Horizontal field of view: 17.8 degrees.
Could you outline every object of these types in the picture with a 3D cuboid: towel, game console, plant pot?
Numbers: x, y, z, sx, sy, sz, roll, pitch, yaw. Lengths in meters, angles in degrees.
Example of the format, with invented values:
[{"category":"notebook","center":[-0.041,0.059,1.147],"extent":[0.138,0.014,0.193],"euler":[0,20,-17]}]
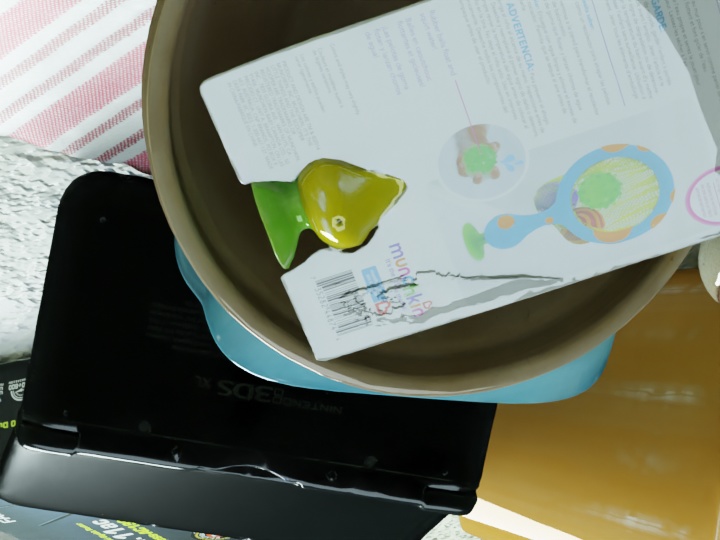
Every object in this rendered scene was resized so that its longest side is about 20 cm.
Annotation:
[{"category":"towel","center":[-0.114,-0.090,0.850],"extent":[0.200,0.030,0.146],"euler":[15,152,-37]},{"category":"game console","center":[-0.050,0.049,1.014],"extent":[0.200,0.176,0.116],"euler":[9,-170,-12]},{"category":"plant pot","center":[0.147,0.078,1.117],"extent":[0.183,0.201,0.200],"euler":[8,159,11]},{"category":"plant pot","center":[0.021,-0.065,0.790],"extent":[0.200,0.201,0.093],"euler":[0,-166,-12]}]

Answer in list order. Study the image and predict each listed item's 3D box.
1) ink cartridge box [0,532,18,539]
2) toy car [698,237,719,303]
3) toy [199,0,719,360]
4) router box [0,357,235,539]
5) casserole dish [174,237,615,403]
[{"category":"ink cartridge box","center":[-0.220,0.275,1.461],"extent":[0.144,0.200,0.147],"euler":[7,155,-22]},{"category":"toy car","center":[0.246,0.007,0.883],"extent":[0.158,0.200,0.164],"euler":[-44,160,-2]},{"category":"toy","center":[0.060,-0.054,0.724],"extent":[0.200,0.047,0.115],"euler":[-20,125,2]},{"category":"router box","center":[-0.130,0.102,1.247],"extent":[0.150,0.062,0.200],"euler":[-12,156,19]},{"category":"casserole dish","center":[0.026,-0.011,0.935],"extent":[0.200,0.121,0.039],"euler":[5,158,-18]}]
